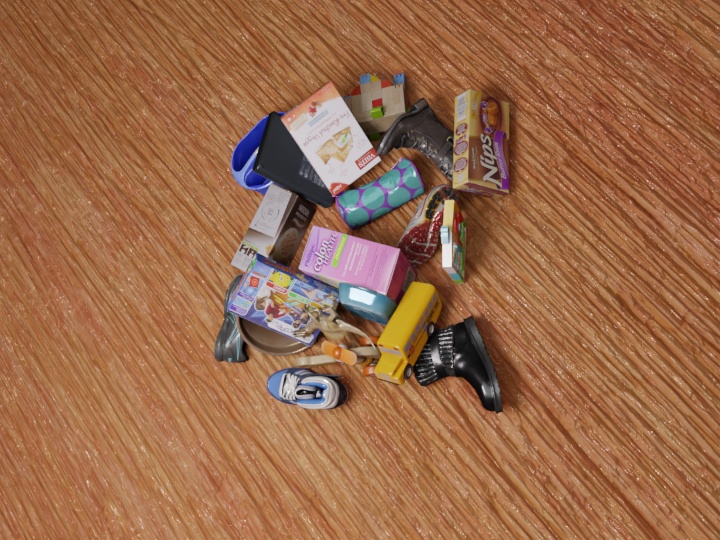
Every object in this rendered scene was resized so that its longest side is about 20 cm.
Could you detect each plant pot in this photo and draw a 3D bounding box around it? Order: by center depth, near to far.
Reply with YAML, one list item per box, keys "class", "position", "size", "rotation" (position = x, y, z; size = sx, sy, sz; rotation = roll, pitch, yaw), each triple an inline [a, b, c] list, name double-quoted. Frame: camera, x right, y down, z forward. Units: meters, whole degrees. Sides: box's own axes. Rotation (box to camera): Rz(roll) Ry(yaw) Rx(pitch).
- class: "plant pot"
  position: [-0.173, 0.078, 1.522]
  size: [0.198, 0.202, 0.093]
  rotation: [-31, 30, 8]

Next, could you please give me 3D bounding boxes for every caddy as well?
- class: "caddy"
  position: [-0.208, -0.270, 1.622]
  size: [0.200, 0.105, 0.142]
  rotation: [-44, 69, 4]

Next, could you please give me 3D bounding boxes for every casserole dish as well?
- class: "casserole dish"
  position: [0.016, 0.073, 1.426]
  size: [0.119, 0.200, 0.040]
  rotation: [16, 79, 14]

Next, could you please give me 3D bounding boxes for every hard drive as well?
- class: "hard drive"
  position: [-0.133, -0.244, 1.548]
  size: [0.033, 0.198, 0.143]
  rotation: [-9, 62, 53]

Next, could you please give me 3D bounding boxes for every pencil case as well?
- class: "pencil case"
  position: [0.041, -0.169, 1.533]
  size: [0.197, 0.085, 0.094]
  rotation: [-27, 87, 10]

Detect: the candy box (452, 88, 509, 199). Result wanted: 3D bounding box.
- class: "candy box"
  position: [0.254, -0.263, 1.468]
  size: [0.056, 0.115, 0.205]
  rotation: [-17, 67, 57]

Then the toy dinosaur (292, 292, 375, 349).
- class: "toy dinosaur"
  position: [-0.054, 0.103, 1.407]
  size: [0.196, 0.103, 0.058]
  rotation: [1, 36, 32]

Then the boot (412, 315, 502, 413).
- class: "boot"
  position: [0.189, 0.207, 1.403]
  size: [0.155, 0.080, 0.214]
  rotation: [-22, 58, 6]

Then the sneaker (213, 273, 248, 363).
- class: "sneaker"
  position: [-0.275, 0.111, 1.591]
  size: [0.077, 0.075, 0.205]
  rotation: [10, 88, 5]

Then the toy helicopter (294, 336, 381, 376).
- class: "toy helicopter"
  position: [-0.049, 0.184, 1.460]
  size: [0.195, 0.132, 0.081]
  rotation: [-9, 76, 15]

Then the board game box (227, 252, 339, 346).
- class: "board game box"
  position: [-0.158, 0.063, 1.441]
  size: [0.136, 0.197, 0.035]
  rotation: [-55, 24, 22]

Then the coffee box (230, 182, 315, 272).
- class: "coffee box"
  position: [-0.194, -0.077, 1.573]
  size: [0.079, 0.114, 0.203]
  rotation: [25, 87, 21]

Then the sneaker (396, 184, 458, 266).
- class: "sneaker"
  position: [0.141, -0.094, 1.498]
  size: [0.077, 0.082, 0.202]
  rotation: [32, 105, -13]

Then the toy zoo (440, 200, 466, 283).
- class: "toy zoo"
  position: [0.188, -0.057, 1.401]
  size: [0.020, 0.200, 0.135]
  rotation: [0, 77, 17]

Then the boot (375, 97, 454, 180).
- class: "boot"
  position: [0.143, -0.258, 1.474]
  size: [0.174, 0.069, 0.200]
  rotation: [46, 63, -1]

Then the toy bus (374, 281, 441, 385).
- class: "toy bus"
  position: [0.092, 0.125, 1.387]
  size: [0.064, 0.079, 0.202]
  rotation: [10, 53, 34]

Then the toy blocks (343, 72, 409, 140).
- class: "toy blocks"
  position: [0.032, -0.386, 1.589]
  size: [0.195, 0.100, 0.140]
  rotation: [-11, 64, 14]

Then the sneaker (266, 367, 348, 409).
- class: "sneaker"
  position: [-0.129, 0.244, 1.465]
  size: [0.195, 0.146, 0.083]
  rotation: [8, 80, 18]

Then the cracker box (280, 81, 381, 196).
- class: "cracker box"
  position: [-0.064, -0.284, 1.513]
  size: [0.133, 0.058, 0.202]
  rotation: [-36, 108, 0]

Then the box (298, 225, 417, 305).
- class: "box"
  position: [0.000, 0.000, 1.459]
  size: [0.196, 0.176, 0.099]
  rotation: [15, 80, 21]
